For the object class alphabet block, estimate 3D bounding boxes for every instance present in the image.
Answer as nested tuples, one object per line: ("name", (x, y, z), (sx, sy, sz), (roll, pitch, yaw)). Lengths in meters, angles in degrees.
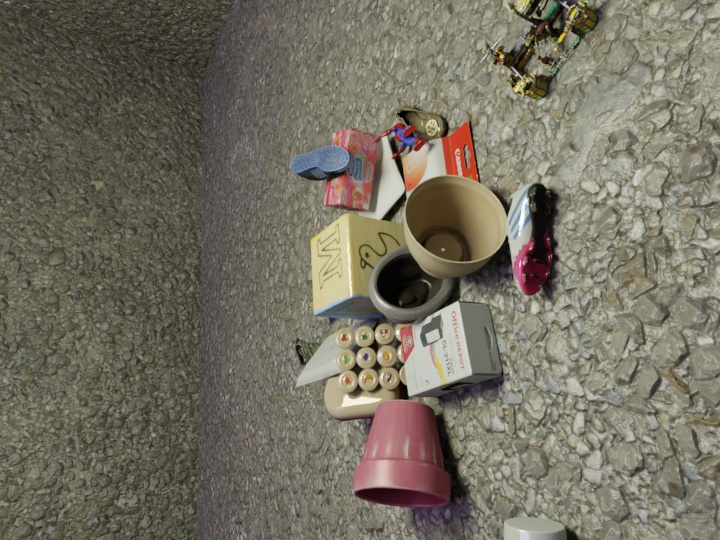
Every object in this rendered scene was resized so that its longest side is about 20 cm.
("alphabet block", (0.000, 0.000, 1.268), (0.195, 0.193, 0.204), (-27, 62, 51))

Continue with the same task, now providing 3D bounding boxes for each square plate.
("square plate", (-0.067, 0.209, 1.336), (0.199, 0.029, 0.199), (-27, 17, 41))
("square plate", (0.048, -0.223, 1.374), (0.198, 0.028, 0.203), (-49, 45, 42))

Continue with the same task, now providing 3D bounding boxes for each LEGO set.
("LEGO set", (0.305, -0.422, 0.922), (0.200, 0.114, 0.156), (-51, 43, 41))

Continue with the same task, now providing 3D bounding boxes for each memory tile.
("memory tile", (0.038, 0.201, 1.193), (0.017, 0.196, 0.156), (65, -161, -69))

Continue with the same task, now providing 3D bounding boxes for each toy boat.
("toy boat", (0.013, 0.305, 1.253), (0.196, 0.131, 0.132), (-11, 55, 16))

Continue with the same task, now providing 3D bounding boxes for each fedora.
("fedora", (0.110, 0.042, 1.127), (0.175, 0.200, 0.091), (30, 149, 22))

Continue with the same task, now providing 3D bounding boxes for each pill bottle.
("pill bottle", (0.274, 0.499, 0.787), (0.114, 0.113, 0.204), (-20, 67, 55))

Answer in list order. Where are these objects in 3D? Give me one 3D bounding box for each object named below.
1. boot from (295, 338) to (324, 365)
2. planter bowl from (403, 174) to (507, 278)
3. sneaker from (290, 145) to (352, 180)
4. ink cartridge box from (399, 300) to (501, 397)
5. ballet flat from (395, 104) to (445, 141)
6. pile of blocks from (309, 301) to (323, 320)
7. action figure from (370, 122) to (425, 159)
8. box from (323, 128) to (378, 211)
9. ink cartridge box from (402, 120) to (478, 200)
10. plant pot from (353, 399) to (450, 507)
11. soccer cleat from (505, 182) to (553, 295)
("boot", (-0.109, 0.264, 1.446), (0.200, 0.129, 0.069), (47, 123, 52))
("planter bowl", (0.175, -0.068, 1.020), (0.135, 0.196, 0.203), (98, 163, -60))
("sneaker", (-0.088, -0.274, 1.333), (0.197, 0.077, 0.072), (4, 84, 38))
("ink cartridge box", (0.176, 0.164, 1.045), (0.200, 0.082, 0.148), (-37, 52, 50))
("ballet flat", (0.140, -0.363, 1.249), (0.200, 0.046, 0.068), (51, 126, 50))
("pile of blocks", (-0.067, 0.061, 1.505), (0.201, 0.082, 0.062), (-51, 0, 28))
("action figure", (0.088, -0.310, 1.247), (0.098, 0.066, 0.200), (-37, 18, 8))
("box", (-0.026, -0.266, 1.376), (0.099, 0.094, 0.204), (11, 93, 58))
("ink cartridge box", (0.174, -0.223, 1.163), (0.199, 0.049, 0.165), (-33, 56, 55))
("plant pot", (0.090, 0.376, 1.062), (0.200, 0.198, 0.182), (-39, 36, 48))
("soccer cleat", (0.297, -0.054, 0.919), (0.086, 0.069, 0.204), (168, 112, -67))
